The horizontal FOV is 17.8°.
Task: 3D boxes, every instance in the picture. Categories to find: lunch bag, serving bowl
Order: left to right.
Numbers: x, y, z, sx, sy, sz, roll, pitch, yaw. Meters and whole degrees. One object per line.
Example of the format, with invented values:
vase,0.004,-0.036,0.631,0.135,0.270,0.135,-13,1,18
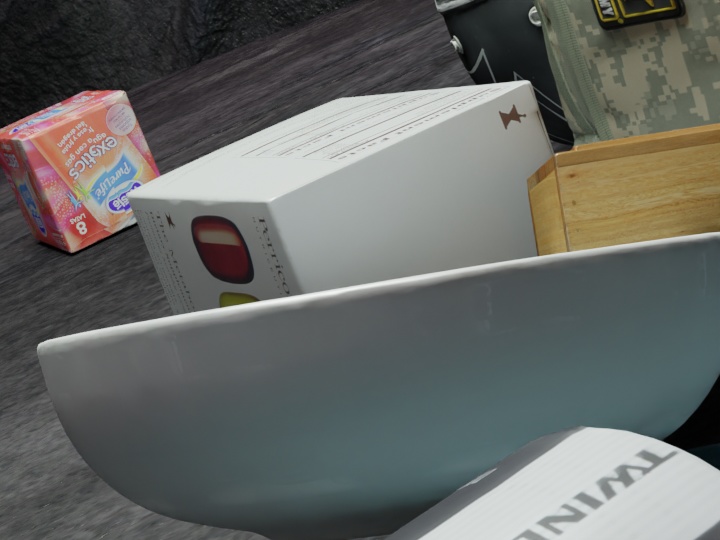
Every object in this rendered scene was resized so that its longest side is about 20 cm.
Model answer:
serving bowl,0.012,0.037,0.643,0.198,0.066,0.200,-9,-3,0
lunch bag,0.129,-0.129,0.933,0.117,0.165,0.200,-19,10,-4

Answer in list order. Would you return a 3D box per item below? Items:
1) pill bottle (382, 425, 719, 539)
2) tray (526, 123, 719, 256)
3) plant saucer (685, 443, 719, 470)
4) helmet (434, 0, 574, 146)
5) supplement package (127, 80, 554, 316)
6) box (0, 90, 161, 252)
pill bottle,-0.011,0.114,0.350,0.199,0.107,0.106,-30,12,-32
tray,0.157,-0.034,0.739,0.198,0.037,0.099,-10,-2,-1
plant saucer,0.086,0.068,0.619,0.199,0.019,0.070,-15,13,38
helmet,0.131,-0.156,1.181,0.198,0.192,0.200,-5,-21,-2
supplement package,0.000,0.000,0.886,0.109,0.115,0.200,-25,9,-17
box,-0.231,-0.082,1.878,0.094,0.103,0.200,-26,12,-13
